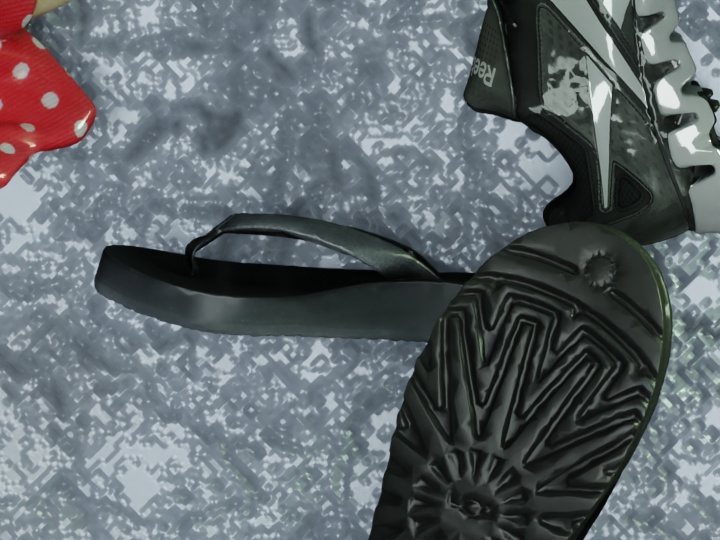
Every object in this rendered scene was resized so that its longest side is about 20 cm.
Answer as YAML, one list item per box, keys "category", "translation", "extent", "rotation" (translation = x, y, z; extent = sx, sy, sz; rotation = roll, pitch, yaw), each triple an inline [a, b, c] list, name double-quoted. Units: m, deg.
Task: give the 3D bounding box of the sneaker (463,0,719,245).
- category: "sneaker"
  translation: [0.074, -0.096, 1.083]
  extent: [0.090, 0.066, 0.201]
  rotation: [-18, 98, 5]

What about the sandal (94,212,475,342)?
- category: "sandal"
  translation: [0.000, 0.000, 1.103]
  extent: [0.199, 0.076, 0.043]
  rotation: [3, 99, -6]

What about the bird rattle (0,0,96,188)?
- category: "bird rattle"
  translation: [-0.150, -0.139, 1.084]
  extent: [0.163, 0.113, 0.200]
  rotation: [-40, 96, -8]

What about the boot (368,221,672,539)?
- category: "boot"
  translation: [0.057, 0.075, 1.063]
  extent: [0.079, 0.158, 0.212]
  rotation: [28, 102, 12]
